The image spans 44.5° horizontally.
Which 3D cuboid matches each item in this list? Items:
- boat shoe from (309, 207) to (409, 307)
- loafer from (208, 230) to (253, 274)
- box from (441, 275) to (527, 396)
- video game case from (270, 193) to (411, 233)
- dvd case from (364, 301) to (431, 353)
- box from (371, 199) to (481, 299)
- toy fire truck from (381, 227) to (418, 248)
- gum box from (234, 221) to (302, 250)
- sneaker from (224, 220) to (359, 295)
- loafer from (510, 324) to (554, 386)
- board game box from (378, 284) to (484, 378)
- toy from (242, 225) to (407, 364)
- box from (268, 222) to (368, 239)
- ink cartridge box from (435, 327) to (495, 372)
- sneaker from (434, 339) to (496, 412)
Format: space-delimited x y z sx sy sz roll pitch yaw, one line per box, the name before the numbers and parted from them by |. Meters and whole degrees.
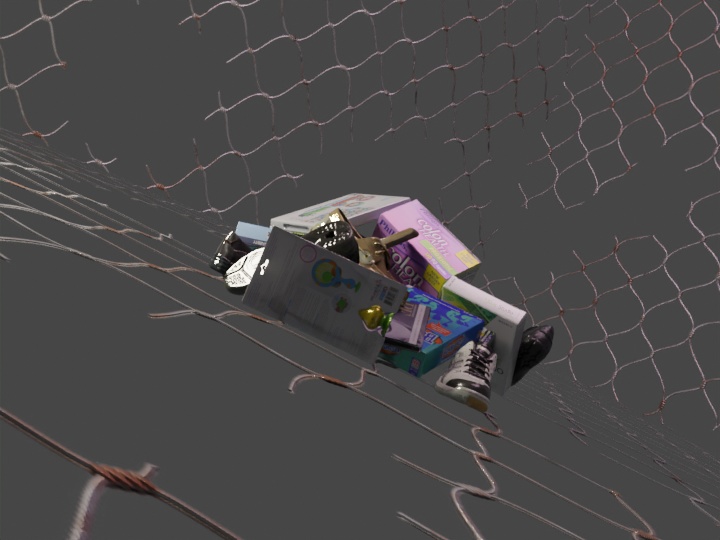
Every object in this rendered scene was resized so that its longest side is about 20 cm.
boat shoe | 0.007 -0.024 1.340 0.200 0.066 0.074 42 3 24
loafer | -0.158 -0.003 1.499 0.200 0.073 0.073 24 0 -40
box | 0.201 0.114 1.506 0.144 0.036 0.201 27 -39 24
video game case | -0.037 -0.105 1.621 0.199 0.024 0.182 -20 18 -33
dvd case | 0.001 0.062 1.297 0.199 0.016 0.149 15 21 5
box | 0.097 0.010 1.597 0.096 0.200 0.176 -23 60 -37
toy fire truck | 0.000 0.000 1.460 0.128 0.201 0.176 24 1 4
gum box | -0.147 -0.031 1.733 0.169 0.045 0.200 13 -13 7
sneaker | -0.092 0.010 1.271 0.076 0.199 0.114 -113 -178 -45
loafer | 0.278 0.154 1.561 0.068 0.070 0.201 46 -35 3
board game box | 0.081 0.088 1.362 0.152 0.045 0.200 25 24 26
toy | -0.046 0.032 1.192 0.199 0.116 0.047 25 7 10
box | -0.069 -0.049 1.760 0.199 0.044 0.160 1 -20 47
ink cartridge box | 0.132 0.113 1.502 0.199 0.050 0.109 26 -36 27
sneaker | 0.153 0.140 1.236 0.075 0.088 0.200 26 3 0
